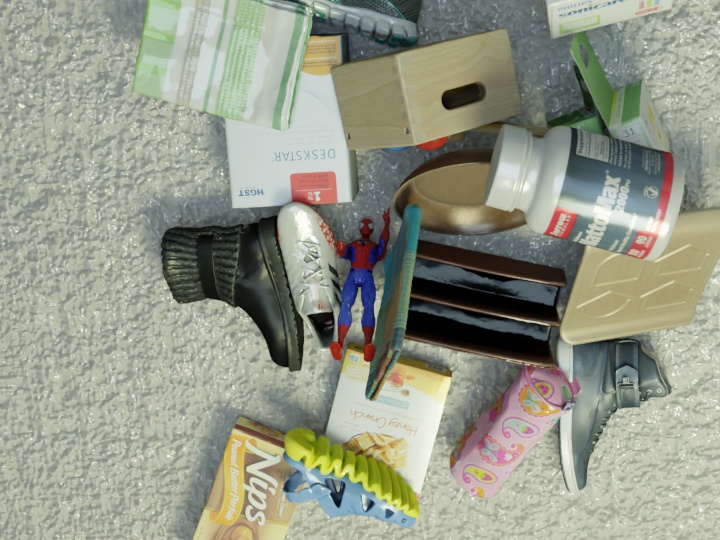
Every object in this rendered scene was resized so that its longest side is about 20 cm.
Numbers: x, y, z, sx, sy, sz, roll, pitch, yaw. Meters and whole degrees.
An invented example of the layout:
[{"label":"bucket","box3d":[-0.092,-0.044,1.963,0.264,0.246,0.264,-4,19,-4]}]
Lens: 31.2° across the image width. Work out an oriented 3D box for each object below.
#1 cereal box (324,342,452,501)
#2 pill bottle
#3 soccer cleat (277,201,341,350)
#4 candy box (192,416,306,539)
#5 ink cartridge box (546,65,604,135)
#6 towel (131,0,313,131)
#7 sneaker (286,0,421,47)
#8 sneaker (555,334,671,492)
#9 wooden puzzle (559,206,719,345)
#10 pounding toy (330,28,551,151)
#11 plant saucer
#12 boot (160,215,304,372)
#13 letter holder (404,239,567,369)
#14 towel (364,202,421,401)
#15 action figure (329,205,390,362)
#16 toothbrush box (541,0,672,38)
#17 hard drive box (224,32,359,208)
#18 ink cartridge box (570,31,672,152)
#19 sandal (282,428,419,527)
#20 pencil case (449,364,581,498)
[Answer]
[{"label":"cereal box","box3d":[0.027,0.209,1.677,0.142,0.040,0.203,14,103,2]},{"label":"pill bottle","box3d":[0.240,-0.091,1.405,0.197,0.120,0.121,14,103,0]},{"label":"soccer cleat","box3d":[-0.058,0.008,1.589,0.068,0.086,0.202,-9,125,6]},{"label":"candy box","box3d":[-0.144,0.309,1.704,0.114,0.055,0.202,21,102,-1]},{"label":"ink cartridge box","box3d":[0.267,-0.139,1.552,0.059,0.104,0.202,-18,100,7]},{"label":"towel","box3d":[-0.165,-0.258,1.524,0.197,0.031,0.151,14,101,3]},{"label":"sneaker","box3d":[-0.015,-0.340,1.560,0.198,0.078,0.092,18,86,-3]},{"label":"sneaker","box3d":[0.320,0.184,1.629,0.144,0.077,0.205,0,101,7]},{"label":"wooden puzzle","box3d":[0.336,0.000,1.551,0.183,0.047,0.201,-9,140,-10]},{"label":"pounding toy","box3d":[0.104,-0.194,1.498,0.198,0.183,0.144,-18,101,-28]},{"label":"plant saucer","box3d":[0.136,-0.098,1.547,0.197,0.201,0.037,-3,68,5]},{"label":"boot","box3d":[-0.159,0.036,1.636,0.156,0.079,0.214,-10,103,9]},{"label":"letter holder","box3d":[0.147,0.041,1.580,0.197,0.142,0.102,12,103,2]},{"label":"towel","box3d":[0.038,0.037,1.537,0.021,0.147,0.202,13,58,-5]},{"label":"action figure","box3d":[0.000,0.000,1.558,0.064,0.202,0.100,3,139,3]},{"label":"toothbrush box","box3d":[0.263,-0.387,1.469,0.144,0.086,0.203,-14,70,7]},{"label":"hard drive box","box3d":[-0.086,-0.185,1.586,0.153,0.077,0.203,-4,102,6]},{"label":"ink cartridge box","box3d":[0.308,-0.193,1.503,0.047,0.146,0.202,-20,108,21]},{"label":"sandal","box3d":[-0.019,0.277,1.636,0.198,0.080,0.088,27,106,-2]},{"label":"pencil case","box3d":[0.191,0.197,1.608,0.087,0.088,0.201,33,123,-3]}]
